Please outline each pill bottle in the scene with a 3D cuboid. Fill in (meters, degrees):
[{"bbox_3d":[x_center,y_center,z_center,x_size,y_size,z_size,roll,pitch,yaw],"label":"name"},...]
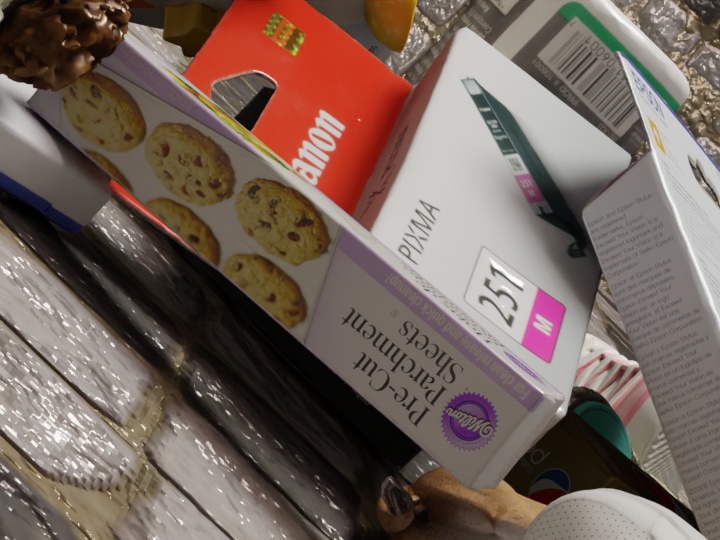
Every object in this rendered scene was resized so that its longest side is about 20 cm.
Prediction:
[{"bbox_3d":[0.061,-0.059,1.088,0.113,0.200,0.113,44,8,-7],"label":"pill bottle"}]

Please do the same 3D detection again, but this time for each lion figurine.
[{"bbox_3d":[0.069,0.108,0.742,0.200,0.073,0.122,38,2,-20],"label":"lion figurine"}]

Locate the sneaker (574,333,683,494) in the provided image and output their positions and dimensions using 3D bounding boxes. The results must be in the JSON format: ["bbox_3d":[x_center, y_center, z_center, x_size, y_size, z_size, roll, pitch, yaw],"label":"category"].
[{"bbox_3d":[0.129,0.076,1.147,0.105,0.075,0.200,46,-10,16],"label":"sneaker"}]

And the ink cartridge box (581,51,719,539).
[{"bbox_3d":[0.147,0.036,0.863,0.196,0.043,0.201,35,33,-61],"label":"ink cartridge box"}]

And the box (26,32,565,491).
[{"bbox_3d":[-0.023,-0.007,0.697,0.200,0.041,0.039,41,6,16],"label":"box"}]

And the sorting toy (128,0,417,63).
[{"bbox_3d":[-0.073,-0.141,0.963,0.179,0.108,0.200,2,-11,-11],"label":"sorting toy"}]

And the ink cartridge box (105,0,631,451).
[{"bbox_3d":[0.014,-0.038,0.815,0.173,0.044,0.200,37,33,-9],"label":"ink cartridge box"}]

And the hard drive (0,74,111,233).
[{"bbox_3d":[-0.173,-0.095,0.687,0.200,0.025,0.132,36,12,-51],"label":"hard drive"}]

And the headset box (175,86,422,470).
[{"bbox_3d":[0.000,0.000,0.919,0.149,0.075,0.200,45,7,4],"label":"headset box"}]

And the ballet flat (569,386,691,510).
[{"bbox_3d":[0.104,0.105,1.014,0.075,0.068,0.200,23,-14,39],"label":"ballet flat"}]

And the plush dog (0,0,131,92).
[{"bbox_3d":[-0.129,-0.147,0.650,0.200,0.160,0.172,49,-19,13],"label":"plush dog"}]

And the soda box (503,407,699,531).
[{"bbox_3d":[0.118,0.132,0.878,0.200,0.068,0.064,40,9,-38],"label":"soda box"}]

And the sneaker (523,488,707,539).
[{"bbox_3d":[0.069,0.121,0.567,0.115,0.074,0.201,38,22,-42],"label":"sneaker"}]
